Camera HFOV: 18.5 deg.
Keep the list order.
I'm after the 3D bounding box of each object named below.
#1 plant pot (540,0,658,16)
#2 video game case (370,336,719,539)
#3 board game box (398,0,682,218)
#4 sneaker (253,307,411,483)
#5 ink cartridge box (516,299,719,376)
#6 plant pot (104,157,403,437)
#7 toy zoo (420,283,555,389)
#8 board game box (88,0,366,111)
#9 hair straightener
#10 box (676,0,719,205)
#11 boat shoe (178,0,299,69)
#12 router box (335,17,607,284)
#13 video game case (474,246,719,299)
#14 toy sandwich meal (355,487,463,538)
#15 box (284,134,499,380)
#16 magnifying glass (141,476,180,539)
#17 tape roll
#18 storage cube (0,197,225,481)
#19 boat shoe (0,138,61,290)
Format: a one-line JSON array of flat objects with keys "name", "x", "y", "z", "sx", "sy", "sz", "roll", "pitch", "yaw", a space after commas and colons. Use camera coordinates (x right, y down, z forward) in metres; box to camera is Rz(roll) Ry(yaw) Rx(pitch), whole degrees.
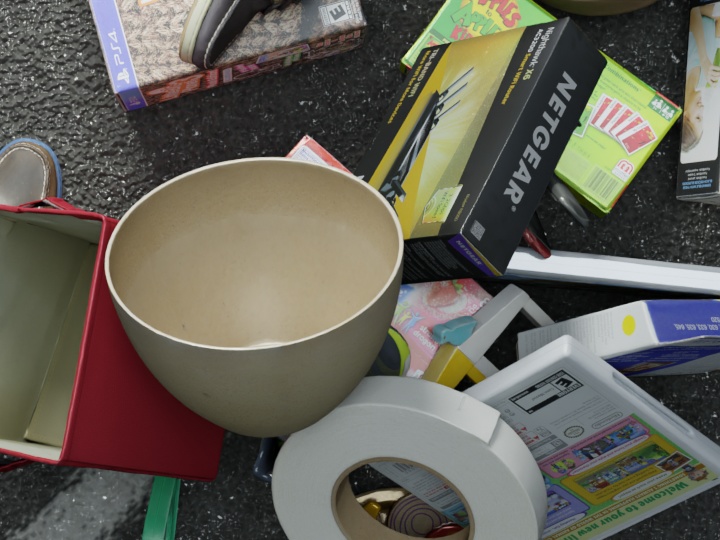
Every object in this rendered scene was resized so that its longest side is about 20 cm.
[{"name": "plant pot", "x": 0.164, "y": -0.312, "z": 1.655, "sx": 0.200, "sy": 0.175, "sz": 0.200, "roll": -5, "pitch": 76, "yaw": 20}, {"name": "video game case", "x": 0.137, "y": 0.138, "z": 1.613, "sx": 0.182, "sy": 0.200, "sz": 0.022, "roll": 36, "pitch": 41, "yaw": -28}, {"name": "board game box", "x": 0.140, "y": -0.142, "z": 1.735, "sx": 0.200, "sy": 0.048, "sz": 0.102, "roll": 37, "pitch": 86, "yaw": 1}, {"name": "sneaker", "x": -0.024, "y": 0.097, "z": 1.638, "sx": 0.074, "sy": 0.200, "sz": 0.081, "roll": 35, "pitch": 50, "yaw": 8}, {"name": "ink cartridge box", "x": 0.250, "y": 0.046, "z": 1.611, "sx": 0.198, "sy": 0.200, "sz": 0.047, "roll": 1, "pitch": 77, "yaw": -35}, {"name": "plant pot", "x": -0.066, "y": 0.035, "z": 1.516, "sx": 0.200, "sy": 0.200, "sz": 0.135, "roll": -7, "pitch": 130, "yaw": -2}, {"name": "toy zoo", "x": 0.116, "y": 0.100, "z": 1.678, "sx": 0.131, "sy": 0.020, "sz": 0.200, "roll": -50, "pitch": 123, "yaw": -4}, {"name": "board game box", "x": -0.112, "y": -0.230, "z": 1.710, "sx": 0.200, "sy": 0.097, "sz": 0.160, "roll": -16, "pitch": 87, "yaw": -3}, {"name": "hair straightener", "x": 0.135, "y": -0.087, "z": 1.619, "sx": 0.077, "sy": 0.200, "sz": 0.041, "roll": -38, "pitch": 118, "yaw": 14}, {"name": "box", "x": 0.314, "y": -0.148, "z": 1.713, "sx": 0.117, "sy": 0.060, "sz": 0.200, "roll": 7, "pitch": 86, "yaw": -26}, {"name": "boat shoe", "x": -0.060, "y": -0.227, "z": 1.628, "sx": 0.065, "sy": 0.072, "sz": 0.200, "roll": 34, "pitch": 80, "yaw": 6}, {"name": "router box", "x": 0.072, "y": -0.083, "z": 1.596, "sx": 0.052, "sy": 0.157, "sz": 0.200, "roll": 44, "pitch": 59, "yaw": -30}, {"name": "video game case", "x": 0.180, "y": 0.004, "z": 1.659, "sx": 0.200, "sy": 0.182, "sz": 0.022, "roll": 6, "pitch": 88, "yaw": -1}, {"name": "toy sandwich meal", "x": 0.026, "y": 0.266, "z": 1.694, "sx": 0.205, "sy": 0.070, "sz": 0.205, "roll": 0, "pitch": 86, "yaw": -1}, {"name": "box", "x": 0.000, "y": 0.000, "z": 1.698, "sx": 0.200, "sy": 0.095, "sz": 0.100, "roll": 41, "pitch": 87, "yaw": 1}, {"name": "magnifying glass", "x": -0.147, "y": 0.157, "z": 1.703, "sx": 0.022, "sy": 0.080, "sz": 0.200, "roll": 6, "pitch": 76, "yaw": 2}, {"name": "tape roll", "x": 0.035, "y": 0.164, "z": 1.591, "sx": 0.203, "sy": 0.037, "sz": 0.203, "roll": 10, "pitch": 128, "yaw": 13}, {"name": "storage cube", "x": -0.208, "y": 0.053, "z": 1.620, "sx": 0.171, "sy": 0.180, "sz": 0.200, "roll": 7, "pitch": 86, "yaw": 35}, {"name": "boat shoe", "x": -0.284, "y": -0.009, "z": 1.704, "sx": 0.072, "sy": 0.072, "sz": 0.200, "roll": 19, "pitch": 86, "yaw": 1}]
